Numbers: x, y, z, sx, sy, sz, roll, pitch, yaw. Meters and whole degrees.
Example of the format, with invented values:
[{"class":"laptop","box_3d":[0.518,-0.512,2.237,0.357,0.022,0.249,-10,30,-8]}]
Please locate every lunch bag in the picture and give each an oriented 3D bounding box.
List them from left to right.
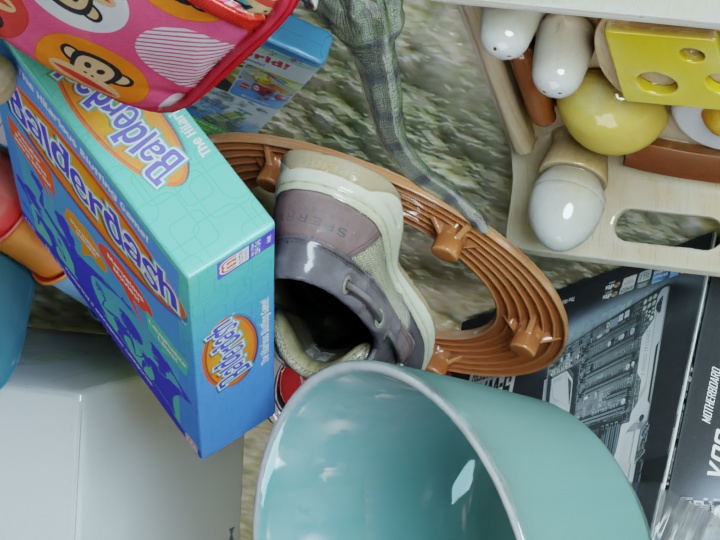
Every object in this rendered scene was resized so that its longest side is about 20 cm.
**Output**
[{"class":"lunch bag","box_3d":[-0.100,-0.150,0.848,0.200,0.082,0.176,35,152,-13]}]

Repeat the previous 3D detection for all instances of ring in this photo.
[{"class":"ring","box_3d":[0.000,0.000,1.163,0.200,0.019,0.200,21,157,9]}]

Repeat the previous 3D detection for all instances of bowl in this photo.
[{"class":"bowl","box_3d":[0.051,0.131,1.079,0.105,0.201,0.201,-7,171,-34]}]

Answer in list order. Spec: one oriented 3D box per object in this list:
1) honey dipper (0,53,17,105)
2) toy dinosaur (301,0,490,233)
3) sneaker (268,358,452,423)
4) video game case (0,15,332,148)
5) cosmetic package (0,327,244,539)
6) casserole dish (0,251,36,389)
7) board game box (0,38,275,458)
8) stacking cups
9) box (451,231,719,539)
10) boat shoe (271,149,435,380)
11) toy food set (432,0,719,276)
[{"class":"honey dipper","box_3d":[-0.184,-0.071,1.084,0.038,0.038,0.200,26,169,-23]},{"class":"toy dinosaur","box_3d":[-0.005,-0.105,0.944,0.088,0.047,0.200,43,159,50]},{"class":"sneaker","box_3d":[0.037,0.087,1.345,0.200,0.077,0.085,29,147,-29]},{"class":"video game case","box_3d":[-0.113,-0.088,1.122,0.143,0.018,0.200,23,155,-15]},{"class":"cosmetic package","box_3d":[-0.190,0.099,1.349,0.200,0.123,0.199,7,-174,21]},{"class":"casserole dish","box_3d":[-0.224,0.020,1.244,0.121,0.200,0.039,-16,118,8]},{"class":"board game box","box_3d":[-0.095,-0.022,1.076,0.152,0.045,0.200,52,163,19]},{"class":"stacking cups","box_3d":[-0.132,-0.008,1.261,0.200,0.061,0.060,35,150,-33]},{"class":"box","box_3d":[0.106,0.082,1.189,0.050,0.158,0.200,27,154,-25]},{"class":"boat shoe","box_3d":[-0.012,0.018,1.104,0.072,0.065,0.200,20,157,13]},{"class":"toy food set","box_3d":[0.109,-0.056,1.006,0.143,0.060,0.200,7,155,19]}]
